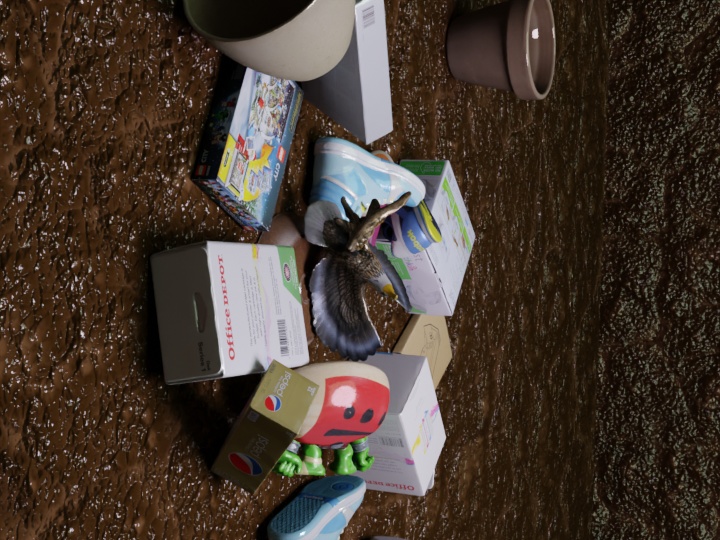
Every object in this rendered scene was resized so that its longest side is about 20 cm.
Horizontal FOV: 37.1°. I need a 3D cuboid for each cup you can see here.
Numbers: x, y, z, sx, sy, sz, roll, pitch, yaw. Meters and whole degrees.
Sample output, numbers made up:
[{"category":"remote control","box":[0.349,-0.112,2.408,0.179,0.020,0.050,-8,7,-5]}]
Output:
[{"category":"cup","box":[-0.082,-0.301,1.228,0.143,0.197,0.204,48,50,-54]}]

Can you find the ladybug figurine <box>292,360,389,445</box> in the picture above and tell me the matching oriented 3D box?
[{"category":"ladybug figurine","box":[-0.035,0.172,1.353,0.198,0.136,0.073,7,50,-43]}]

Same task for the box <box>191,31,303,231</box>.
[{"category":"box","box":[-0.135,-0.169,1.324,0.137,0.037,0.204,48,50,-57]}]

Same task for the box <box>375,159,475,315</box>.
[{"category":"box","box":[0.113,-0.054,1.809,0.201,0.095,0.179,63,39,-48]}]

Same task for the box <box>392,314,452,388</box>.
[{"category":"box","box":[0.112,0.149,1.914,0.201,0.021,0.166,-56,141,-48]}]

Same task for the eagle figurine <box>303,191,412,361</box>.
[{"category":"eagle figurine","box":[0.003,0.006,1.456,0.202,0.149,0.153,91,-8,-50]}]

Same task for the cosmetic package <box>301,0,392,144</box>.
[{"category":"cosmetic package","box":[-0.026,-0.285,1.382,0.051,0.150,0.202,-31,138,-25]}]

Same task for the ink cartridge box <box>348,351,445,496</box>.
[{"category":"ink cartridge box","box":[0.045,0.243,1.654,0.126,0.126,0.203,-60,145,-45]}]

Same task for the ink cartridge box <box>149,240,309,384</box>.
[{"category":"ink cartridge box","box":[-0.147,0.047,1.239,0.199,0.083,0.148,1,80,-65]}]

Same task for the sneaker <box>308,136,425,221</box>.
[{"category":"sneaker","box":[0.003,-0.097,1.547,0.198,0.079,0.133,21,76,-33]}]

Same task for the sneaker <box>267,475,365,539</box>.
[{"category":"sneaker","box":[-0.056,0.376,1.494,0.199,0.078,0.133,-25,114,-52]}]

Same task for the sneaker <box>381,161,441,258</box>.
[{"category":"sneaker","box":[0.060,-0.097,1.681,0.074,0.082,0.201,44,16,-36]}]

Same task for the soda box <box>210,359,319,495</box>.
[{"category":"soda box","box":[-0.114,0.186,1.248,0.068,0.063,0.201,-64,-175,-36]}]

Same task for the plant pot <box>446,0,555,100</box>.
[{"category":"plant pot","box":[0.257,-0.417,1.993,0.199,0.172,0.205,3,90,-65]}]

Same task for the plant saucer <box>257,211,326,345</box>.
[{"category":"plant saucer","box":[-0.086,0.023,1.453,0.200,0.036,0.205,2,90,-66]}]

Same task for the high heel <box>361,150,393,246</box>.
[{"category":"high heel","box":[0.010,-0.091,1.647,0.097,0.066,0.203,112,-12,-50]}]

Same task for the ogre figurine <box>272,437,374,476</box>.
[{"category":"ogre figurine","box":[-0.046,0.219,1.479,0.197,0.098,0.123,8,85,-32]}]

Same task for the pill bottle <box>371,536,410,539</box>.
[{"category":"pill bottle","box":[0.044,0.530,1.702,0.109,0.107,0.204,23,72,-64]}]
